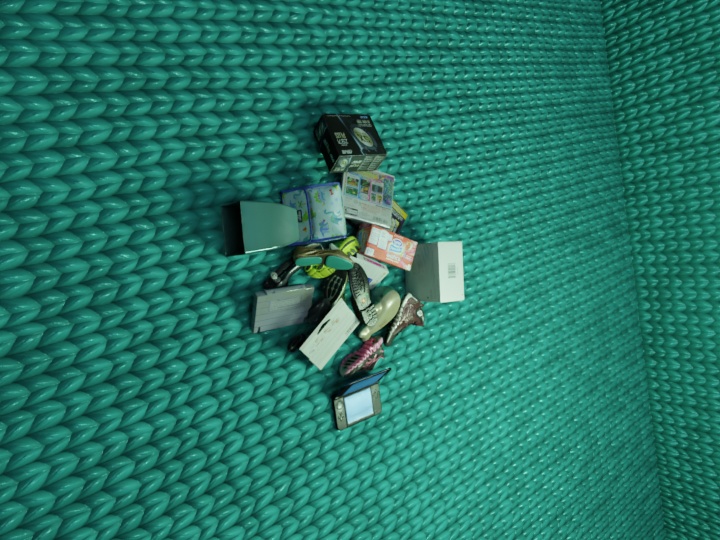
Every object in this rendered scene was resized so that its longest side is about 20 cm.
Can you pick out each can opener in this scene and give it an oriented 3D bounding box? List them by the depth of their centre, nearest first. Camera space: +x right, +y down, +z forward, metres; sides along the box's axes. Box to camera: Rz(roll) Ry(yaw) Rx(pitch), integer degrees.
[{"bbox_3d":[-0.225,0.001,1.637,0.062,0.080,0.202,32,61,11],"label":"can opener"}]

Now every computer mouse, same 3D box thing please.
[{"bbox_3d":[-0.158,0.174,1.655,0.203,0.034,0.058,-56,138,-2],"label":"computer mouse"}]

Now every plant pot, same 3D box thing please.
[{"bbox_3d":[-0.284,-0.125,1.543,0.195,0.139,0.148,-7,93,-39],"label":"plant pot"}]

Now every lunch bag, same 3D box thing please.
[{"bbox_3d":[-0.146,-0.173,1.645,0.191,0.127,0.178,-7,92,2],"label":"lunch bag"}]

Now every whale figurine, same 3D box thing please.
[{"bbox_3d":[0.049,0.142,1.810,0.202,0.103,0.159,-50,156,-5],"label":"whale figurine"}]

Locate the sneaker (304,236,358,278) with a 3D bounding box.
[{"bbox_3d":[-0.092,-0.039,1.718,0.196,0.083,0.076,-31,100,-13],"label":"sneaker"}]

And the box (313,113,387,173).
[{"bbox_3d":[-0.033,-0.415,1.725,0.194,0.086,0.169,-9,68,-35],"label":"box"}]

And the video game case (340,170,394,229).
[{"bbox_3d":[0.021,-0.251,1.771,0.193,0.024,0.190,12,77,-25],"label":"video game case"}]

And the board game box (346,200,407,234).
[{"bbox_3d":[0.057,-0.187,1.842,0.199,0.056,0.169,41,64,-28],"label":"board game box"}]

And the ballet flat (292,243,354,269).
[{"bbox_3d":[-0.114,-0.049,1.640,0.191,0.069,0.075,2,56,-13],"label":"ballet flat"}]

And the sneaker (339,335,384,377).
[{"bbox_3d":[0.013,0.311,1.795,0.197,0.078,0.098,-35,120,-30],"label":"sneaker"}]

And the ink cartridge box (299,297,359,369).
[{"bbox_3d":[-0.104,0.190,1.647,0.201,0.044,0.177,-49,145,-11],"label":"ink cartridge box"}]

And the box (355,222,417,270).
[{"bbox_3d":[0.082,-0.079,1.768,0.194,0.095,0.104,18,89,-30],"label":"box"}]

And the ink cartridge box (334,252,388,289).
[{"bbox_3d":[0.000,0.000,1.756,0.196,0.095,0.038,20,34,-45],"label":"ink cartridge box"}]

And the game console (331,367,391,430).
[{"bbox_3d":[0.013,0.426,1.757,0.194,0.117,0.178,-12,95,-35],"label":"game console"}]

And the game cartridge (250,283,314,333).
[{"bbox_3d":[-0.235,0.109,1.600,0.194,0.038,0.135,-8,119,-36],"label":"game cartridge"}]

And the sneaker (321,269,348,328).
[{"bbox_3d":[-0.077,0.090,1.717,0.087,0.076,0.207,-2,117,-55],"label":"sneaker"}]

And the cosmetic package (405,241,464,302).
[{"bbox_3d":[0.259,0.005,1.898,0.119,0.197,0.209,-3,90,-32],"label":"cosmetic package"}]

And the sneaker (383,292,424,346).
[{"bbox_3d":[0.166,0.192,1.863,0.112,0.076,0.206,27,87,-3],"label":"sneaker"}]

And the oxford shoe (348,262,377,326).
[{"bbox_3d":[-0.010,0.077,1.705,0.071,0.083,0.209,-16,98,-29],"label":"oxford shoe"}]
